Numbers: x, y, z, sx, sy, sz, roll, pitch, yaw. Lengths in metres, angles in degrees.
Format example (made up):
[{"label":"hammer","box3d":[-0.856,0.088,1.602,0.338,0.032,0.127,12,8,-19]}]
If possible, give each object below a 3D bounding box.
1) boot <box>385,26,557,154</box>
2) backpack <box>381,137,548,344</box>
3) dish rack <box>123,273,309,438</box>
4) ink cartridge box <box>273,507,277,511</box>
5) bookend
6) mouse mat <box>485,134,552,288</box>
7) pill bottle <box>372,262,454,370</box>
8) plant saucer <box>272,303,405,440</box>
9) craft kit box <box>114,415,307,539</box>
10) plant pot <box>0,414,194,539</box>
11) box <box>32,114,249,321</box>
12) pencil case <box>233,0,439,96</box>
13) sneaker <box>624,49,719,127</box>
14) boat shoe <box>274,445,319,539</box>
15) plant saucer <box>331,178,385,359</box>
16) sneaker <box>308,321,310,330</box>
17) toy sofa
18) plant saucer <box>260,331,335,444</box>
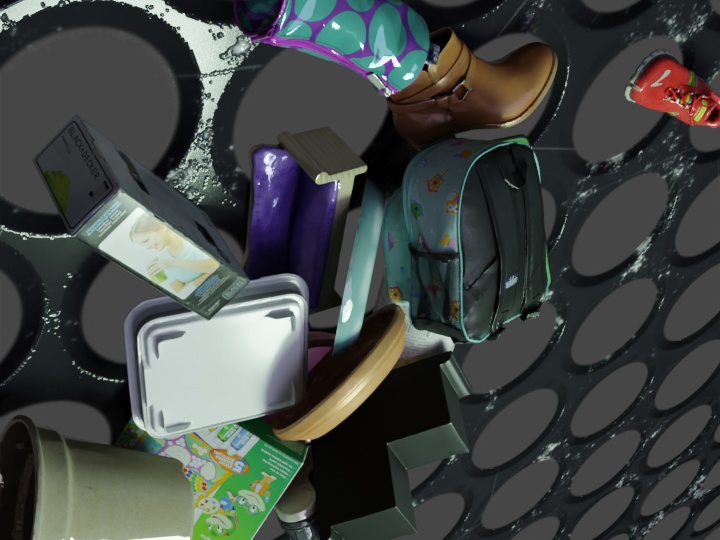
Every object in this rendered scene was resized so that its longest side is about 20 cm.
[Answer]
[{"label":"boot","box3d":[0.116,-0.216,1.067,0.199,0.077,0.155,-33,143,4]},{"label":"backpack","box3d":[0.115,-0.045,1.069,0.175,0.152,0.202,-20,119,-42]},{"label":"dish rack","box3d":[-0.142,0.098,1.036,0.198,0.044,0.173,-10,124,-20]},{"label":"ink cartridge box","box3d":[-0.024,0.261,1.375,0.201,0.067,0.116,-54,170,16]},{"label":"bookend","box3d":[0.048,0.228,1.193,0.198,0.200,0.092,-20,138,12]},{"label":"mouse mat","box3d":[0.166,-0.058,1.211,0.160,0.007,0.203,-14,98,-33]},{"label":"pill bottle","box3d":[0.068,0.076,1.269,0.113,0.114,0.202,-13,134,-32]},{"label":"plant saucer","box3d":[-0.018,0.120,1.113,0.200,0.037,0.200,-44,-173,7]},{"label":"craft kit box","box3d":[-0.195,0.238,1.158,0.199,0.049,0.198,31,112,-6]},{"label":"plant pot","box3d":[-0.283,0.262,1.044,0.182,0.201,0.202,11,120,-32]},{"label":"box","box3d":[-0.200,-0.044,0.918,0.060,0.117,0.200,-41,144,5]},{"label":"pencil case","box3d":[-0.021,-0.226,0.915,0.199,0.085,0.094,12,76,-45]},{"label":"sneaker","box3d":[0.426,-0.233,1.304,0.199,0.085,0.078,3,124,-43]},{"label":"boat shoe","box3d":[-0.078,0.283,1.244,0.072,0.200,0.063,-17,105,-2]},{"label":"plant saucer","box3d":[0.000,0.000,1.088,0.027,0.201,0.202,10,129,0]},{"label":"sneaker","box3d":[-0.145,0.064,1.086,0.198,0.075,0.082,6,139,-41]},{"label":"toy sofa","box3d":[-0.066,-0.045,1.059,0.097,0.083,0.202,-16,136,-31]},{"label":"plant saucer","box3d":[-0.093,0.151,1.255,0.199,0.051,0.202,-23,138,-22]}]
